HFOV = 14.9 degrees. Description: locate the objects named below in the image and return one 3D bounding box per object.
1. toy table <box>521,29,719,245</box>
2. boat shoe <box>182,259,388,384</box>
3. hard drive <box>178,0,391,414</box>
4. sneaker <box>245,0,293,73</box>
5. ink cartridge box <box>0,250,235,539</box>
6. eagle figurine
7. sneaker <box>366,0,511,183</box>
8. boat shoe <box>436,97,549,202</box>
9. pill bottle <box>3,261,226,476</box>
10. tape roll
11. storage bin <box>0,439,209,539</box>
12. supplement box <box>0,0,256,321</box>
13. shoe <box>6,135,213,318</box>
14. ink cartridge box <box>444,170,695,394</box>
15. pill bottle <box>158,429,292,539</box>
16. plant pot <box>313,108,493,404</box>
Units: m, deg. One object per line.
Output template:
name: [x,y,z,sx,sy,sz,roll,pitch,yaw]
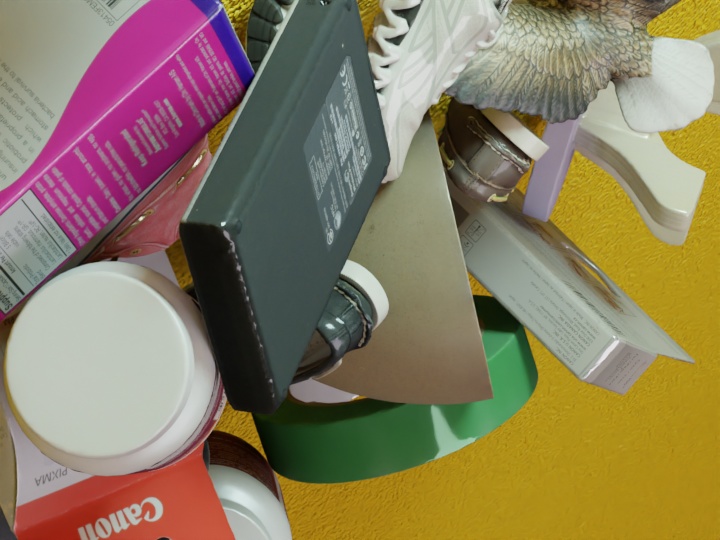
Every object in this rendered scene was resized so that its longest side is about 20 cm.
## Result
toy table: [0.194,-0.105,1.928,0.200,0.117,0.184,100,11,-54]
boat shoe: [-0.072,0.041,1.704,0.200,0.076,0.060,-22,-160,46]
hard drive: [-0.037,-0.041,1.488,0.140,0.033,0.200,77,27,-42]
sneaker: [-0.032,-0.076,1.640,0.085,0.077,0.201,-5,108,-71]
ink cartridge box: [-0.151,0.096,1.643,0.162,0.201,0.057,-21,172,-45]
eagle figurine: [0.125,-0.168,1.742,0.150,0.153,0.200,-11,163,27]
sneaker: [0.044,-0.141,1.646,0.075,0.081,0.201,-87,-169,-67]
boat shoe: [0.081,-0.081,1.832,0.060,0.072,0.200,-49,-174,3]
pill bottle: [-0.132,0.055,1.497,0.114,0.114,0.200,-45,176,-2]
tape roll: [0.023,0.081,1.919,0.200,0.200,0.048,-30,111,-33]
storage bin: [-0.208,0.155,1.728,0.134,0.146,0.200,6,126,-49]
supplement box: [-0.165,-0.082,1.440,0.200,0.101,0.103,-42,158,-7]
shoe: [-0.161,-0.022,1.581,0.200,0.071,0.091,-43,154,-15]
ink cartridge box: [0.131,0.007,1.954,0.045,0.200,0.176,-49,156,10]
pill bottle: [-0.103,0.178,1.853,0.112,0.112,0.200,-46,-172,2]
plant pot: [0.000,0.000,1.777,0.134,0.201,0.200,-14,154,1]
